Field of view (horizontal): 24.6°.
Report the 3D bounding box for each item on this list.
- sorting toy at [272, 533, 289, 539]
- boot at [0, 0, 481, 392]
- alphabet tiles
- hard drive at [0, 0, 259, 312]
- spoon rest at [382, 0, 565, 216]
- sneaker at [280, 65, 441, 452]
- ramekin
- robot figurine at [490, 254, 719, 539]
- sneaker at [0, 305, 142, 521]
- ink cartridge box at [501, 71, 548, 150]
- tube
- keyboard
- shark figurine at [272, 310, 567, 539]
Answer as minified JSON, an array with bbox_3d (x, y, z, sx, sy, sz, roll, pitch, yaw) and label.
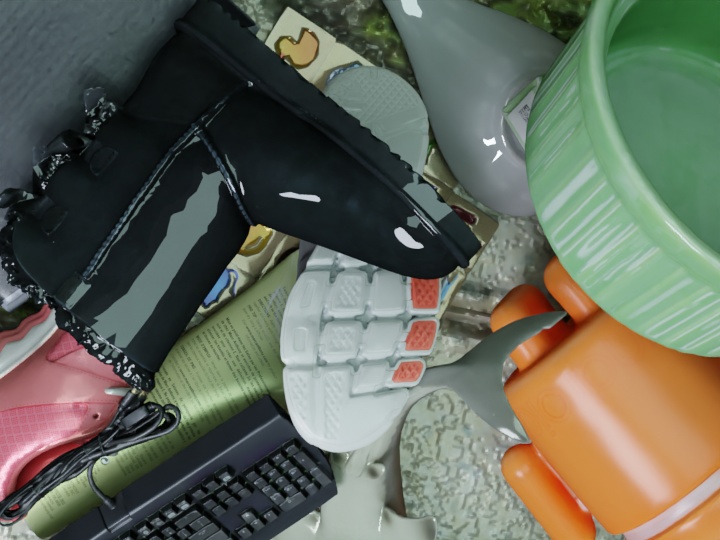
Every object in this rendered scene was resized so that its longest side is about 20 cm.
[{"bbox_3d":[-0.103,0.217,0.901,0.200,0.036,0.186,-39,100,-3],"label":"sorting toy"},{"bbox_3d":[-0.064,-0.016,0.773,0.198,0.073,0.163,39,86,12],"label":"boot"},{"bbox_3d":[-0.030,-0.038,0.904,0.199,0.006,0.167,33,90,-10],"label":"alphabet tiles"},{"bbox_3d":[-0.156,-0.084,0.826,0.135,0.042,0.200,41,94,-21],"label":"hard drive"},{"bbox_3d":[0.061,-0.118,0.891,0.099,0.061,0.200,-42,112,-11],"label":"spoon rest"},{"bbox_3d":[0.000,0.000,0.847,0.076,0.082,0.202,11,70,-6],"label":"sneaker"},{"bbox_3d":[0.175,-0.057,0.781,0.198,0.098,0.202,9,64,-19],"label":"ramekin"},{"bbox_3d":[0.154,0.080,0.881,0.144,0.117,0.200,-40,88,-20],"label":"robot figurine"},{"bbox_3d":[-0.133,0.049,0.841,0.200,0.074,0.087,-41,68,-2],"label":"sneaker"},{"bbox_3d":[0.184,-0.034,0.860,0.145,0.048,0.201,-27,82,-32],"label":"ink cartridge box"},{"bbox_3d":[-0.096,0.072,0.881,0.199,0.052,0.058,-32,118,-4],"label":"tube"},{"bbox_3d":[-0.116,0.127,0.819,0.199,0.021,0.127,-35,126,8],"label":"keyboard"},{"bbox_3d":[0.021,0.092,0.872,0.127,0.090,0.216,26,126,11],"label":"shark figurine"}]
